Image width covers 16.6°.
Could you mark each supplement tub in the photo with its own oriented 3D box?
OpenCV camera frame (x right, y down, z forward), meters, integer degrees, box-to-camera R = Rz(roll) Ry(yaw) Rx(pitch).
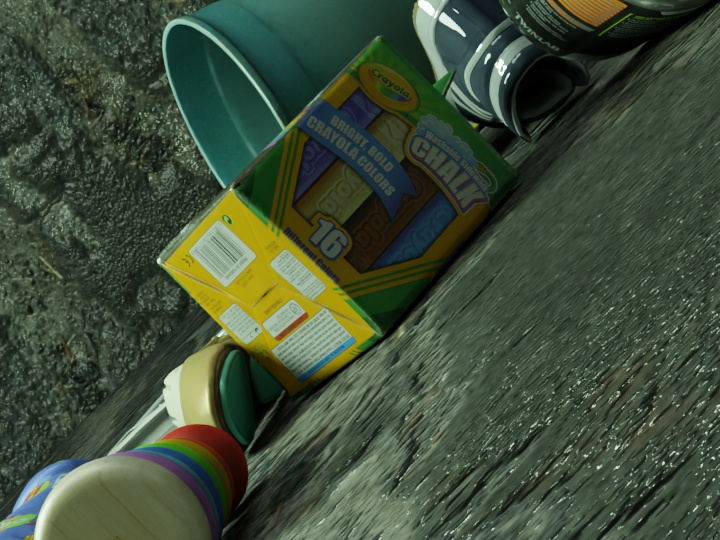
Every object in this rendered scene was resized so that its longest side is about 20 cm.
[{"bbox_3d":[0.159,-0.200,1.453,0.123,0.123,0.200,-46,5,-15],"label":"supplement tub"}]

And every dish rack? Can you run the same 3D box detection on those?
[{"bbox_3d":[-0.090,0.066,1.812,0.172,0.044,0.200,-43,5,32],"label":"dish rack"}]

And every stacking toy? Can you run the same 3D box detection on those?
[{"bbox_3d":[-0.095,0.119,1.236,0.085,0.085,0.200,-44,-3,12],"label":"stacking toy"}]

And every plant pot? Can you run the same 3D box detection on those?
[{"bbox_3d":[-0.009,-0.135,1.775,0.188,0.200,0.200,-32,0,-18],"label":"plant pot"}]

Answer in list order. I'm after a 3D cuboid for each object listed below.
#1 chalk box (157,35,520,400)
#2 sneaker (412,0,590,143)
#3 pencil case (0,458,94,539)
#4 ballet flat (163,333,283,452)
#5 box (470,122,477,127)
[{"bbox_3d":[0.000,-0.044,1.489,0.200,0.124,0.125,-47,4,-34],"label":"chalk box"},{"bbox_3d":[0.106,-0.122,1.664,0.070,0.108,0.200,-47,-26,-3],"label":"sneaker"},{"bbox_3d":[-0.195,0.178,1.506,0.086,0.078,0.200,-14,11,10],"label":"pencil case"},{"bbox_3d":[-0.088,0.076,1.523,0.063,0.069,0.200,-10,4,11],"label":"ballet flat"},{"bbox_3d":[0.137,-0.206,2.035,0.200,0.070,0.064,-44,2,11],"label":"box"}]
